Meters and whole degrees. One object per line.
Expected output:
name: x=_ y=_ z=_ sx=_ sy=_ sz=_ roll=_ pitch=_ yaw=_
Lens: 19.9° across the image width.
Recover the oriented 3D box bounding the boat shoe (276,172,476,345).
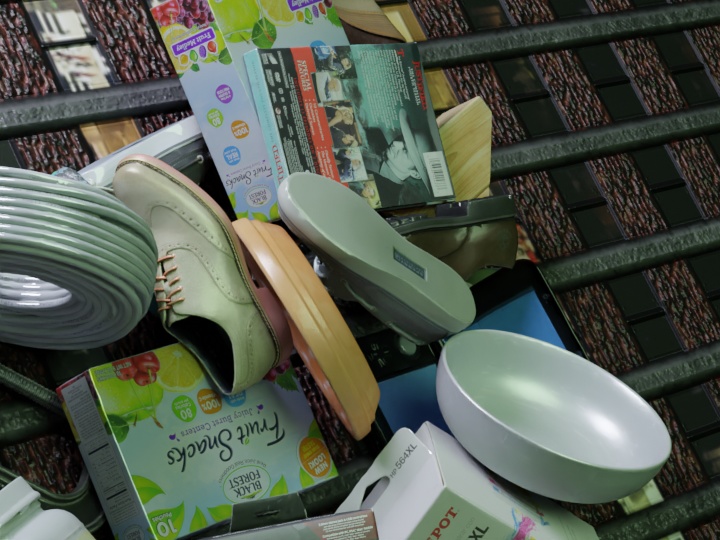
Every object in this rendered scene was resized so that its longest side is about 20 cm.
boat shoe: x=0.000 y=0.000 z=1.632 sx=0.201 sy=0.071 sz=0.070 roll=36 pitch=37 yaw=-25

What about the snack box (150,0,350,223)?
snack box: x=-0.069 y=-0.154 z=1.728 sx=0.169 sy=0.068 sz=0.201 roll=-31 pitch=101 yaw=-53

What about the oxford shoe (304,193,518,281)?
oxford shoe: x=0.047 y=-0.008 z=1.714 sx=0.199 sy=0.073 sz=0.085 roll=-11 pitch=96 yaw=-20

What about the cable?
cable: x=-0.248 y=-0.008 z=1.495 sx=0.199 sy=0.200 sz=0.070 roll=19 pitch=64 yaw=-27

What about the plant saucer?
plant saucer: x=-0.039 y=0.041 z=1.631 sx=0.037 sy=0.200 sz=0.201 roll=-30 pitch=80 yaw=-5

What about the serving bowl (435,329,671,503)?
serving bowl: x=0.146 y=0.128 z=1.645 sx=0.199 sy=0.066 sz=0.200 roll=19 pitch=22 yaw=-8

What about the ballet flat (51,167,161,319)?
ballet flat: x=-0.174 y=-0.018 z=1.618 sx=0.200 sy=0.074 sz=0.074 roll=36 pitch=44 yaw=-36

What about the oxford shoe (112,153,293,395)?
oxford shoe: x=-0.129 y=0.003 z=1.555 sx=0.200 sy=0.071 sz=0.074 roll=53 pitch=44 yaw=-6

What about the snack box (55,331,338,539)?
snack box: x=-0.123 y=0.126 z=1.581 sx=0.200 sy=0.053 sz=0.143 roll=-16 pitch=82 yaw=-47

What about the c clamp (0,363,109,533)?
c clamp: x=-0.244 y=0.115 z=1.540 sx=0.200 sy=0.027 sz=0.171 roll=26 pitch=50 yaw=-23

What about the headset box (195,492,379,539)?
headset box: x=-0.053 y=0.264 z=1.483 sx=0.148 sy=0.075 sz=0.201 roll=-8 pitch=82 yaw=-15

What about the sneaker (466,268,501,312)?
sneaker: x=0.156 y=0.080 z=1.825 sx=0.090 sy=0.067 sz=0.201 roll=-24 pitch=75 yaw=-38

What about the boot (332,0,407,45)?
boot: x=-0.022 y=-0.164 z=1.849 sx=0.199 sy=0.072 sz=0.167 roll=-13 pitch=73 yaw=-39

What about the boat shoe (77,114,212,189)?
boat shoe: x=-0.162 y=-0.081 z=1.701 sx=0.200 sy=0.070 sz=0.066 roll=-34 pitch=102 yaw=-47

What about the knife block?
knife block: x=0.027 y=-0.065 z=1.796 sx=0.175 sy=0.064 sz=0.201 roll=12 pitch=73 yaw=-30

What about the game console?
game console: x=0.102 y=0.113 z=1.730 sx=0.172 sy=0.119 sz=0.200 roll=-15 pitch=72 yaw=-44

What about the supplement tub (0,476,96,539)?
supplement tub: x=-0.212 y=0.255 z=1.388 sx=0.200 sy=0.145 sz=0.145 roll=49 pitch=46 yaw=0

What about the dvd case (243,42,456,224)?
dvd case: x=-0.006 y=-0.117 z=1.710 sx=0.200 sy=0.022 sz=0.147 roll=-10 pitch=84 yaw=-46

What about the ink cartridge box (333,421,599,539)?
ink cartridge box: x=0.080 y=0.226 z=1.604 sx=0.200 sy=0.129 sz=0.125 roll=32 pitch=13 yaw=-15
